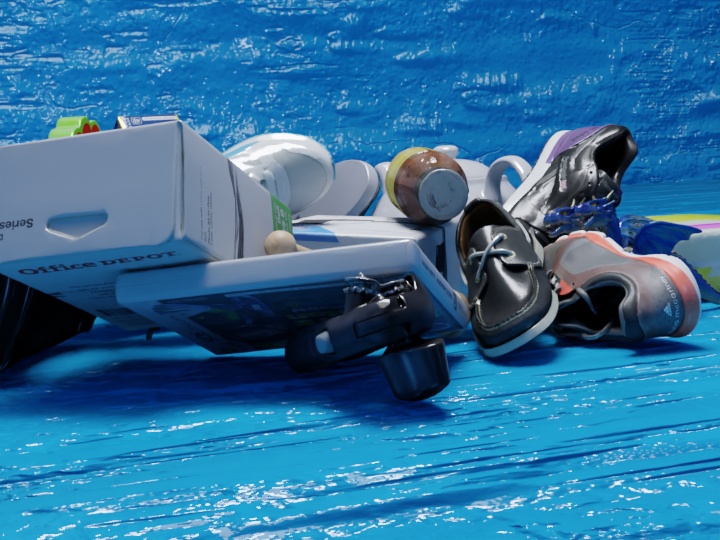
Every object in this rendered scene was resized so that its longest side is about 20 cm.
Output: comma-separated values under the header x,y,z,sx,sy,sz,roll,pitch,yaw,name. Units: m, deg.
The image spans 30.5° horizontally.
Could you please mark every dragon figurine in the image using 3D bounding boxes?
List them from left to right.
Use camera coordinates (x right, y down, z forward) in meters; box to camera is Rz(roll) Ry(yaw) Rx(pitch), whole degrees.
x,y,z,sx,sy,sz,roll,pitch,yaw,name
0.246,-0.015,1.106,0.198,0.101,0.059,1,4,-23,dragon figurine

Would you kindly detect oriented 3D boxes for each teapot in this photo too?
x,y,z,sx,sy,sz,roll,pitch,yaw,name
0.093,-0.053,1.342,0.198,0.148,0.197,0,6,13,teapot

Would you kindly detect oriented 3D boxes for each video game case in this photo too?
x,y,z,sx,sy,sz,roll,pitch,yaw,name
-0.039,0.023,0.902,0.198,0.024,0.182,-7,-16,14,video game case

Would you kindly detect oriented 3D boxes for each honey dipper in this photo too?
x,y,z,sx,sy,sz,roll,pitch,yaw,name
0.005,0.009,0.972,0.199,0.038,0.038,21,-11,-41,honey dipper

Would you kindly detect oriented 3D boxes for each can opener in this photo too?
x,y,z,sx,sy,sz,roll,pitch,yaw,name
-0.008,0.045,0.835,0.063,0.080,0.200,-5,-4,-24,can opener

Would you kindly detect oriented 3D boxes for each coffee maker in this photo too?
x,y,z,sx,sy,sz,roll,pitch,yaw,name
-0.263,0.005,1.001,0.190,0.136,0.200,-2,6,2,coffee maker

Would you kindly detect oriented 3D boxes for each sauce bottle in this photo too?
x,y,z,sx,sy,sz,roll,pitch,yaw,name
0.057,-0.071,1.127,0.065,0.067,0.200,-3,7,-1,sauce bottle

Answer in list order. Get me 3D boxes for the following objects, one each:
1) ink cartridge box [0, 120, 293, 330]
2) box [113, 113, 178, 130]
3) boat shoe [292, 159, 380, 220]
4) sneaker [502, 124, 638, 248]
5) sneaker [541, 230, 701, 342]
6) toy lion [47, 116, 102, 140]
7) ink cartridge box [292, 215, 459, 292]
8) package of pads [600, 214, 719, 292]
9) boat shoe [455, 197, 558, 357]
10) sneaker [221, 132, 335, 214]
x,y,z,sx,sy,sz,roll,pitch,yaw,name
-0.145,-0.025,0.913,0.144,0.085,0.200,-7,-16,16,ink cartridge box
-0.194,-0.062,1.337,0.069,0.201,0.064,-6,-32,-31,box
-0.040,-0.047,1.396,0.056,0.069,0.200,15,-40,-39,boat shoe
0.184,-0.057,1.184,0.076,0.201,0.087,42,-30,-25,sneaker
0.167,0.016,1.007,0.081,0.078,0.200,-16,9,-25,sneaker
-0.291,-0.059,1.343,0.068,0.194,0.200,-2,6,9,toy lion
0.000,0.000,1.144,0.143,0.085,0.200,2,6,14,ink cartridge box
0.292,-0.014,1.244,0.198,0.069,0.154,-3,6,-9,package of pads
0.102,0.003,0.993,0.071,0.068,0.200,-31,18,14,boat shoe
-0.114,-0.056,1.083,0.198,0.077,0.081,-14,29,-7,sneaker
